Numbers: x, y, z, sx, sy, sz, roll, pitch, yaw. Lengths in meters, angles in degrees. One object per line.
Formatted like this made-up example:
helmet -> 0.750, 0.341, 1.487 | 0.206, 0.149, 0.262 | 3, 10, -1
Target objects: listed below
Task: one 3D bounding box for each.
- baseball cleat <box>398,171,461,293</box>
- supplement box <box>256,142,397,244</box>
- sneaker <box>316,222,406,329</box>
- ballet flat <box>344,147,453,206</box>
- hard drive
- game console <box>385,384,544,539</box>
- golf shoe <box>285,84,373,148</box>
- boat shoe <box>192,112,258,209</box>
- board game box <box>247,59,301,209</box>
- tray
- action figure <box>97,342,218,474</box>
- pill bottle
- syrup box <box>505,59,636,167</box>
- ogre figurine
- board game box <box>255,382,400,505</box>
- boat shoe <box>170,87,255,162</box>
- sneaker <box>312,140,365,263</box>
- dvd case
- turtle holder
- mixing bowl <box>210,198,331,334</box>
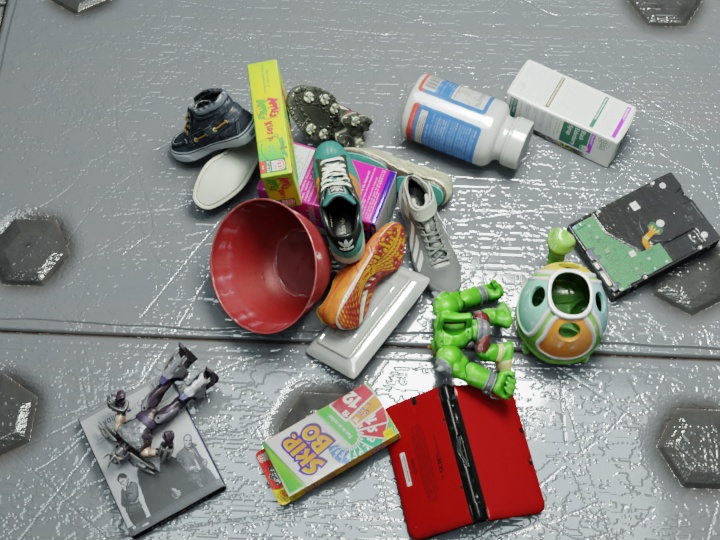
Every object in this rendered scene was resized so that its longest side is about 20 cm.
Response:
baseball cleat -> 0.102, -0.054, 1.549 | 0.070, 0.106, 0.200 | -23, 79, -2
supplement box -> -0.051, -0.121, 1.601 | 0.199, 0.101, 0.104 | 18, 69, 10
sneaker -> 0.000, 0.000, 1.534 | 0.077, 0.073, 0.200 | 12, 56, 45
ballet flat -> 0.057, -0.158, 1.646 | 0.200, 0.068, 0.062 | 23, 41, 8
hard drive -> 0.445, -0.054, 1.591 | 0.200, 0.038, 0.140 | -27, 68, -11
game console -> 0.146, 0.276, 1.465 | 0.172, 0.119, 0.200 | -25, 63, 25
golf shoe -> -0.068, -0.249, 1.619 | 0.088, 0.200, 0.077 | 31, 96, 34
boat shoe -> -0.204, -0.180, 1.650 | 0.075, 0.062, 0.200 | 32, 78, -4
board game box -> -0.131, -0.207, 1.530 | 0.047, 0.102, 0.201 | -10, 66, 2
tray -> 0.009, 0.065, 1.539 | 0.107, 0.022, 0.200 | 24, 67, 38
action figure -> -0.300, 0.205, 1.457 | 0.130, 0.069, 0.200 | 39, 77, 7
pill bottle -> 0.175, -0.237, 1.639 | 0.200, 0.112, 0.112 | 24, 69, 11
syrup box -> 0.343, -0.259, 1.661 | 0.200, 0.079, 0.082 | 29, 70, 13
ogre figurine -> 0.165, 0.094, 1.495 | 0.120, 0.098, 0.201 | 8, 71, -11
board game box -> -0.051, 0.252, 1.464 | 0.200, 0.030, 0.096 | -31, 59, -4
boat shoe -> -0.255, -0.238, 1.614 | 0.200, 0.091, 0.071 | -9, 46, 41
sneaker -> -0.031, -0.115, 1.497 | 0.071, 0.080, 0.201 | -12, 67, -2
dvd case -> -0.307, 0.268, 1.478 | 0.150, 0.025, 0.200 | -27, 68, -10
turtle holder -> 0.310, 0.042, 1.501 | 0.141, 0.132, 0.186 | 27, 70, 13
mixing bowl -> -0.118, -0.008, 1.527 | 0.200, 0.108, 0.201 | 2, 94, 33
